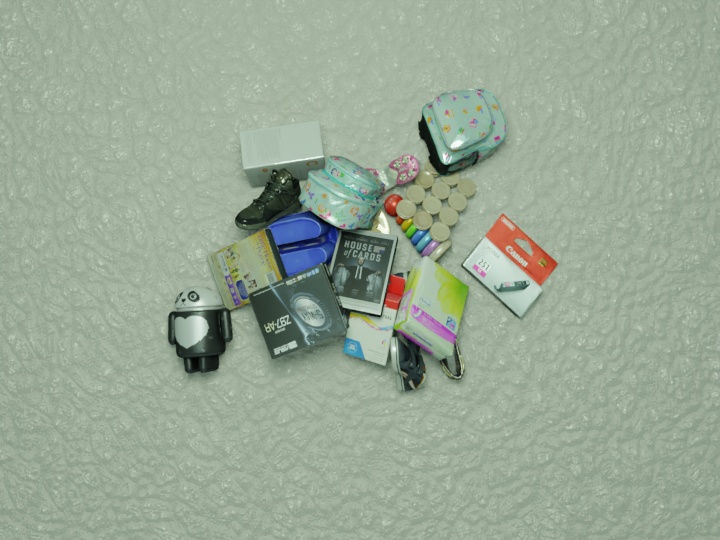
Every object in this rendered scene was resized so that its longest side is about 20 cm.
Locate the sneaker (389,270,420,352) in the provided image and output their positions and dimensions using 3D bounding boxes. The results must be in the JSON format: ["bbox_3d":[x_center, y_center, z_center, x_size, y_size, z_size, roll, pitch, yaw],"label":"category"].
[{"bbox_3d":[0.103,0.109,1.618,0.079,0.070,0.207,-9,84,16],"label":"sneaker"}]

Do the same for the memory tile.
[{"bbox_3d":[0.188,-0.178,1.612,0.151,0.017,0.202,32,66,6],"label":"memory tile"}]

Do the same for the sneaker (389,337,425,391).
[{"bbox_3d":[0.114,0.219,1.547,0.077,0.202,0.080,-8,55,6],"label":"sneaker"}]

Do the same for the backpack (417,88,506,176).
[{"bbox_3d":[0.258,-0.354,1.597,0.194,0.154,0.180,-18,76,-11],"label":"backpack"}]

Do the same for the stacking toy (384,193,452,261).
[{"bbox_3d":[0.136,-0.112,1.622,0.085,0.085,0.201,-41,83,-3],"label":"stacking toy"}]

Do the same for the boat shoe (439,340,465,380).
[{"bbox_3d":[0.205,0.174,1.610,0.070,0.060,0.205,-21,87,-2],"label":"boat shoe"}]

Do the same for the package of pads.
[{"bbox_3d":[0.168,0.085,1.548,0.153,0.068,0.204,34,53,-18],"label":"package of pads"}]

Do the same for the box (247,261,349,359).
[{"bbox_3d":[-0.142,0.092,1.495,0.195,0.044,0.165,-21,92,11],"label":"box"}]

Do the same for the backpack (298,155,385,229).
[{"bbox_3d":[-0.044,-0.178,1.529,0.175,0.199,0.154,33,114,18],"label":"backpack"}]

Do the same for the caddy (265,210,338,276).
[{"bbox_3d":[-0.150,-0.065,1.596,0.194,0.105,0.146,-10,101,14],"label":"caddy"}]

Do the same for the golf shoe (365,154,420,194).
[{"bbox_3d":[0.063,-0.234,1.630,0.194,0.091,0.078,-14,98,21],"label":"golf shoe"}]

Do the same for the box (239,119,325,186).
[{"bbox_3d":[-0.186,-0.285,1.593,0.193,0.125,0.101,-8,78,-2],"label":"box"}]

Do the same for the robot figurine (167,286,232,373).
[{"bbox_3d":[-0.389,0.142,1.570,0.145,0.124,0.207,-2,87,-19],"label":"robot figurine"}]

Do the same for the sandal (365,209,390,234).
[{"bbox_3d":[0.037,-0.059,1.616,0.075,0.070,0.220,3,87,-1],"label":"sandal"}]

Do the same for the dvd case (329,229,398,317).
[{"bbox_3d":[0.000,0.000,1.542,0.145,0.025,0.206,10,69,10],"label":"dvd case"}]

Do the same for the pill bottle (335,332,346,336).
[{"bbox_3d":[-0.133,0.106,1.581,0.193,0.114,0.118,-3,87,0],"label":"pill bottle"}]

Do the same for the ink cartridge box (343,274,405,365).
[{"bbox_3d":[0.034,0.110,1.570,0.113,0.067,0.207,14,104,13],"label":"ink cartridge box"}]

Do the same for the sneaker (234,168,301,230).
[{"bbox_3d":[-0.217,-0.174,1.533,0.197,0.117,0.076,-30,50,-35],"label":"sneaker"}]

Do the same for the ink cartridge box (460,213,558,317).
[{"bbox_3d":[0.379,-0.015,1.633,0.199,0.044,0.175,41,88,2],"label":"ink cartridge box"}]

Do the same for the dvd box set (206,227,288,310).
[{"bbox_3d":[-0.273,0.000,1.575,0.196,0.029,0.150,-21,92,29],"label":"dvd box set"}]
